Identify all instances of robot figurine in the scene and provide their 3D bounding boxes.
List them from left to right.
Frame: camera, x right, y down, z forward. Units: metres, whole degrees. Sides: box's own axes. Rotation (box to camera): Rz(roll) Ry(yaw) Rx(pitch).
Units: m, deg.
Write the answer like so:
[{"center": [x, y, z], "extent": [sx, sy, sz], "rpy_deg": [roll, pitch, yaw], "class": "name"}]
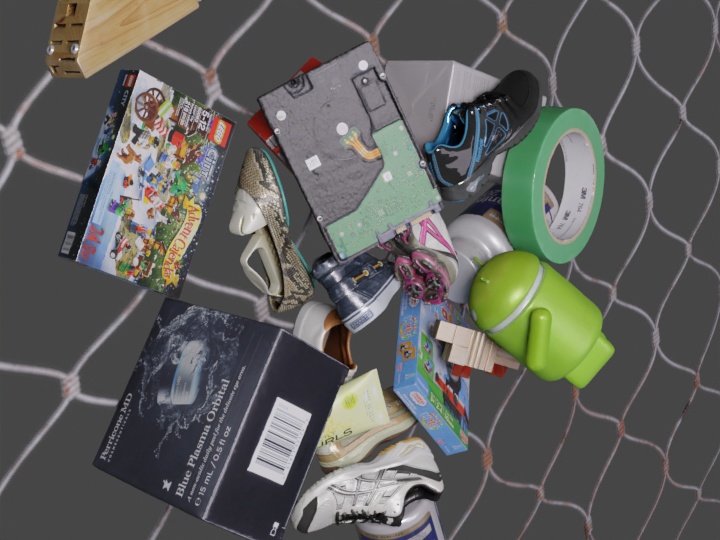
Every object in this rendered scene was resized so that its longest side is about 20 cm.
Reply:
[{"center": [0.218, 0.056, 1.358], "extent": [0.199, 0.176, 0.116], "rpy_deg": [39, 102, -12], "class": "robot figurine"}]

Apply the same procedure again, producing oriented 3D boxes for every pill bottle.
[{"center": [0.063, 0.379, 1.457], "extent": [0.111, 0.110, 0.202], "rpy_deg": [-36, 121, -35], "class": "pill bottle"}, {"center": [0.179, -0.042, 1.484], "extent": [0.200, 0.110, 0.112], "rpy_deg": [-40, 124, -40], "class": "pill bottle"}]

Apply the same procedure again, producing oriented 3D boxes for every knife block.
[{"center": [-0.207, -0.269, 1.093], "extent": [0.174, 0.063, 0.203], "rpy_deg": [15, 87, -45], "class": "knife block"}]

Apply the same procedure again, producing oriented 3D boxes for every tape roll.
[{"center": [0.256, -0.112, 1.438], "extent": [0.199, 0.048, 0.204], "rpy_deg": [-15, 109, -50], "class": "tape roll"}]

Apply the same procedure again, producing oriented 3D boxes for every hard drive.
[{"center": [-0.009, -0.127, 1.192], "extent": [0.138, 0.038, 0.202], "rpy_deg": [-28, 102, -4], "class": "hard drive"}]

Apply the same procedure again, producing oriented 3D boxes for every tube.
[{"center": [-0.062, 0.182, 1.276], "extent": [0.198, 0.052, 0.058], "rpy_deg": [-21, 158, -13], "class": "tube"}]

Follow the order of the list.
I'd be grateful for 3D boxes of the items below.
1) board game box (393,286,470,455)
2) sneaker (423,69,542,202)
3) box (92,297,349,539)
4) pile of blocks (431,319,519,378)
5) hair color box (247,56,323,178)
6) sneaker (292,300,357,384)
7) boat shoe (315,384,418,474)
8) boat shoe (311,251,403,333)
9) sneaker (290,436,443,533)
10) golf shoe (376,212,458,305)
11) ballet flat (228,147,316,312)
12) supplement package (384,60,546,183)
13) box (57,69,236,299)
[{"center": [0.097, 0.113, 1.430], "extent": [0.152, 0.036, 0.202], "rpy_deg": [52, 31, -38], "class": "board game box"}, {"center": [0.148, -0.176, 1.295], "extent": [0.201, 0.073, 0.082], "rpy_deg": [-54, 128, -24], "class": "sneaker"}, {"center": [-0.147, 0.153, 1.136], "extent": [0.117, 0.198, 0.199], "rpy_deg": [34, 73, -44], "class": "box"}, {"center": [0.136, 0.106, 1.416], "extent": [0.199, 0.081, 0.063], "rpy_deg": [19, 87, -53], "class": "pile of blocks"}, {"center": [-0.026, -0.136, 1.278], "extent": [0.111, 0.064, 0.200], "rpy_deg": [-45, 131, 0], "class": "hair color box"}, {"center": [-0.054, 0.142, 1.313], "extent": [0.072, 0.084, 0.203], "rpy_deg": [11, 91, -47], "class": "sneaker"}, {"center": [0.019, 0.179, 1.409], "extent": [0.199, 0.071, 0.077], "rpy_deg": [-34, 108, -36], "class": "boat shoe"}, {"center": [0.000, 0.000, 1.319], "extent": [0.091, 0.070, 0.200], "rpy_deg": [54, 15, -6], "class": "boat shoe"}, {"center": [0.012, 0.282, 1.348], "extent": [0.198, 0.088, 0.076], "rpy_deg": [-25, 153, -15], "class": "sneaker"}, {"center": [0.052, -0.058, 1.297], "extent": [0.201, 0.072, 0.093], "rpy_deg": [58, 39, -27], "class": "golf shoe"}, {"center": [-0.108, -0.036, 1.242], "extent": [0.075, 0.067, 0.202], "rpy_deg": [-34, 124, -26], "class": "ballet flat"}, {"center": [0.129, -0.187, 1.411], "extent": [0.198, 0.119, 0.123], "rpy_deg": [10, 90, -45], "class": "supplement package"}, {"center": [-0.217, -0.087, 1.135], "extent": [0.136, 0.037, 0.203], "rpy_deg": [23, 81, -45], "class": "box"}]
